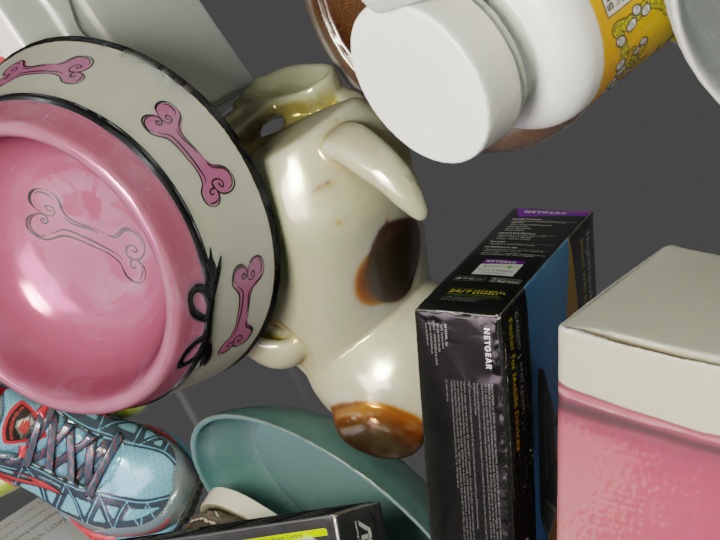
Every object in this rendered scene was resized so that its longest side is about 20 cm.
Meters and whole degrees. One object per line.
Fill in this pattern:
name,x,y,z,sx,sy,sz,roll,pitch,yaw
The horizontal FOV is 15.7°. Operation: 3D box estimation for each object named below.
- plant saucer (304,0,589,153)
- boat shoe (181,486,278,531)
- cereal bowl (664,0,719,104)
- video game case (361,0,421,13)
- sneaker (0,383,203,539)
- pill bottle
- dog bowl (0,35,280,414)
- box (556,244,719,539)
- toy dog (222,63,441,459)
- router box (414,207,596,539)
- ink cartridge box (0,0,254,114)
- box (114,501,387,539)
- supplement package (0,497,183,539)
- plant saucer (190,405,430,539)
plant saucer,0.044,-0.153,1.368,0.200,0.032,0.201,14,117,28
boat shoe,-0.021,0.198,1.490,0.200,0.060,0.072,30,154,18
cereal bowl,0.226,-0.158,1.173,0.200,0.083,0.200,-5,123,-7
video game case,0.094,-0.212,1.140,0.200,0.182,0.023,-14,142,29
sneaker,-0.191,0.110,1.588,0.200,0.096,0.079,17,81,27
pill bottle,0.092,-0.136,1.219,0.113,0.200,0.113,32,143,28
dog bowl,-0.144,-0.014,1.343,0.200,0.074,0.200,16,124,25
box,0.174,0.106,1.331,0.109,0.128,0.200,13,116,31
toy dog,0.000,0.000,1.406,0.194,0.140,0.200,-7,120,44
router box,0.082,0.085,1.368,0.051,0.149,0.200,5,114,22
ink cartridge box,-0.195,-0.094,1.482,0.200,0.146,0.147,-35,88,40
box,-0.063,0.219,1.441,0.200,0.044,0.161,-13,87,36
supplement package,-0.145,0.233,1.609,0.200,0.121,0.120,15,117,28
plant saucer,-0.007,0.139,1.489,0.200,0.036,0.200,31,153,18
